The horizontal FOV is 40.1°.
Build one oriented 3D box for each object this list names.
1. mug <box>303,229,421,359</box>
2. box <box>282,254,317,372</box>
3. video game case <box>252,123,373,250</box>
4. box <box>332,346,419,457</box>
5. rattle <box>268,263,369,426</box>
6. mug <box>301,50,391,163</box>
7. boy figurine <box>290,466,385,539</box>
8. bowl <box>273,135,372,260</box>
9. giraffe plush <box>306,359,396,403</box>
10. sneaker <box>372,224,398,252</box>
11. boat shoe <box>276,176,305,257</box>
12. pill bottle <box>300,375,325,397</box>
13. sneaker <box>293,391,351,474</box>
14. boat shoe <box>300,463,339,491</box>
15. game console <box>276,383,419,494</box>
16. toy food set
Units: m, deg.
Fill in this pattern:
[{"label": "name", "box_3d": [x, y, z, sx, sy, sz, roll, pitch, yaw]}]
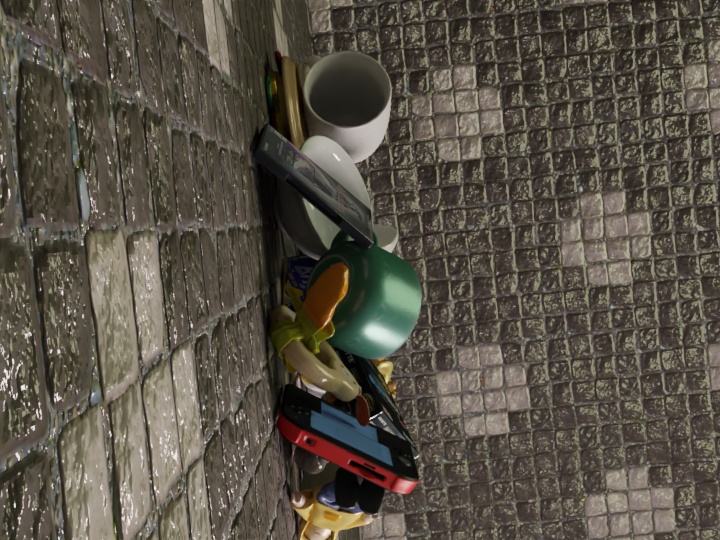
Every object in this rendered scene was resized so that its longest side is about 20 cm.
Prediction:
[{"label": "mug", "box_3d": [-0.014, 0.027, 1.386, 0.153, 0.114, 0.185, -55, -137, 13]}, {"label": "box", "box_3d": [-0.081, 0.061, 1.502, 0.201, 0.069, 0.065, -94, 179, -50]}, {"label": "video game case", "box_3d": [-0.062, -0.118, 1.360, 0.200, 0.019, 0.143, 38, 16, -14]}, {"label": "box", "box_3d": [0.017, 0.201, 1.538, 0.160, 0.046, 0.200, 65, 5, 35]}, {"label": "rattle", "box_3d": [-0.016, 0.098, 1.295, 0.200, 0.143, 0.130, 42, -5, -20]}, {"label": "mug", "box_3d": [-0.038, -0.284, 1.695, 0.200, 0.147, 0.176, 51, -13, 16]}, {"label": "boy figurine", "box_3d": [-0.042, 0.324, 1.335, 0.200, 0.123, 0.065, 129, -27, -50]}, {"label": "bowl", "box_3d": [-0.070, -0.096, 1.510, 0.201, 0.090, 0.203, 36, 45, -47]}, {"label": "giraffe plush", "box_3d": [-0.016, 0.207, 1.813, 0.173, 0.160, 0.202, 83, 1, -59]}, {"label": "sneaker", "box_3d": [0.000, 0.000, 1.582, 0.200, 0.075, 0.089, -50, 148, -47]}, {"label": "boat shoe", "box_3d": [-0.096, -0.095, 1.612, 0.072, 0.067, 0.202, -93, 178, -72]}, {"label": "pill bottle", "box_3d": [-0.050, 0.134, 1.668, 0.114, 0.113, 0.202, -93, 178, -72]}, {"label": "sneaker", "box_3d": [-0.040, 0.242, 1.462, 0.078, 0.077, 0.200, -48, -173, 24]}, {"label": "boat shoe", "box_3d": [-0.055, 0.310, 1.525, 0.061, 0.071, 0.202, 77, 4, -50]}, {"label": "game console", "box_3d": [-0.017, 0.218, 1.311, 0.031, 0.199, 0.177, -61, -175, 11]}, {"label": "toy food set", "box_3d": [-0.120, -0.267, 1.666, 0.200, 0.048, 0.200, -91, 173, -68]}]
